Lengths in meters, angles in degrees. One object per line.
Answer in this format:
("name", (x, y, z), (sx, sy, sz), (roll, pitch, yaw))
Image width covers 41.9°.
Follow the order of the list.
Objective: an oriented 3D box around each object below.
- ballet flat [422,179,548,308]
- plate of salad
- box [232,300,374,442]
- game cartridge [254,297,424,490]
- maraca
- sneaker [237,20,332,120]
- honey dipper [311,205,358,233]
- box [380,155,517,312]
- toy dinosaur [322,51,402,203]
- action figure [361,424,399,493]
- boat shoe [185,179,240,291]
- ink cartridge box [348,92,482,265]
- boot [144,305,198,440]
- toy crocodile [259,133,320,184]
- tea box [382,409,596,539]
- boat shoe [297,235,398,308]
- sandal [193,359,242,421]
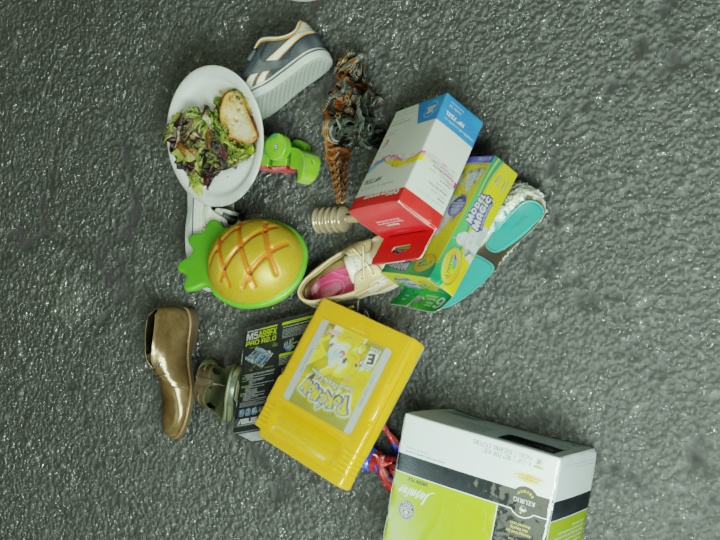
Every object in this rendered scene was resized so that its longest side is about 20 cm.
("ballet flat", (0.153, -0.035, 1.183), (0.200, 0.072, 0.072), (-44, 65, 19))
("plate of salad", (-0.218, -0.191, 1.348), (0.199, 0.048, 0.202), (8, 103, 36))
("box", (-0.077, 0.139, 1.281), (0.199, 0.044, 0.162), (-15, 56, 29))
("game cartridge", (-0.033, 0.150, 1.191), (0.176, 0.032, 0.201), (21, 78, 42))
("maraca", (-0.166, -0.013, 1.325), (0.198, 0.107, 0.138), (8, 63, 23))
("sneaker", (-0.135, -0.283, 1.371), (0.199, 0.078, 0.080), (-31, 73, 18))
("honey dipper", (0.025, -0.073, 1.273), (0.198, 0.038, 0.038), (-3, 84, 30))
("box", (0.100, -0.045, 1.153), (0.117, 0.048, 0.201), (6, 66, 61))
("toy dinosaur", (-0.005, -0.198, 1.290), (0.135, 0.102, 0.202), (6, 107, 47))
("action figure", (0.000, 0.227, 1.224), (0.199, 0.065, 0.100), (18, 139, 30))
("boat shoe", (-0.214, -0.071, 1.406), (0.069, 0.071, 0.202), (-13, 72, 33))
("ink cartridge box", (0.061, -0.111, 1.170), (0.116, 0.067, 0.201), (-8, 52, 57))
("boot", (-0.293, 0.154, 1.419), (0.073, 0.075, 0.202), (-7, 81, 47))
("toy crocodile", (-0.139, -0.168, 1.366), (0.199, 0.067, 0.062), (14, 93, 32))
("tea box", (0.148, 0.284, 1.104), (0.199, 0.133, 0.199), (12, 91, 32))
("boat shoe", (0.000, 0.000, 1.262), (0.199, 0.069, 0.074), (-32, 69, 25))
("sandal", (-0.212, 0.166, 1.332), (0.201, 0.057, 0.081), (-3, 76, 66))
